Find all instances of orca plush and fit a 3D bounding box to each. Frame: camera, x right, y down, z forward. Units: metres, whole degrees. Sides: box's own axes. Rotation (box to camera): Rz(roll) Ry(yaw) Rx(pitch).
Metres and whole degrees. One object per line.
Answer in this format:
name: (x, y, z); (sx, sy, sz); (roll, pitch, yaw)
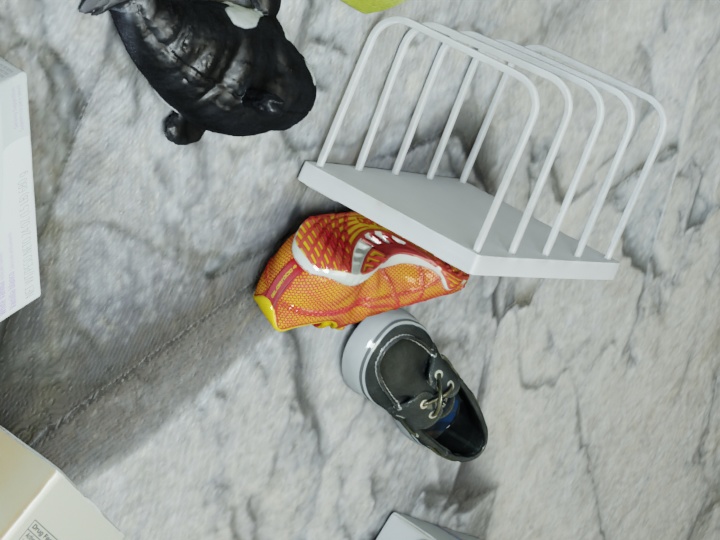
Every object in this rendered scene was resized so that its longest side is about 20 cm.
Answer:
orca plush: (-0.064, -0.116, 1.162); (0.105, 0.071, 0.200); (-52, 151, -12)

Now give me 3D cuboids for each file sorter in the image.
file sorter: (0.086, -0.079, 1.370); (0.200, 0.139, 0.125); (1, 114, -58)

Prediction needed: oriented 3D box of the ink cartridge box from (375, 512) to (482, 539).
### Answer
ink cartridge box: (0.080, 0.300, 1.716); (0.146, 0.145, 0.200); (-59, 151, 2)

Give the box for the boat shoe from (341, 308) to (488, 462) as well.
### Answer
boat shoe: (0.046, 0.085, 1.545); (0.069, 0.057, 0.200); (-54, 152, -8)

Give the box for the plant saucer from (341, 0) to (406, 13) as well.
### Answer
plant saucer: (0.024, -0.247, 1.201); (0.200, 0.048, 0.200); (-62, 152, 5)

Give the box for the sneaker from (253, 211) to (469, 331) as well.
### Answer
sneaker: (0.000, 0.000, 1.402); (0.077, 0.073, 0.200); (-47, 154, 28)

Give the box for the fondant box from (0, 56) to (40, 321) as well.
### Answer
fondant box: (-0.243, -0.005, 1.001); (0.200, 0.058, 0.145); (-35, 144, -35)

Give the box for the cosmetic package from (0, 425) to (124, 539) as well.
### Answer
cosmetic package: (-0.233, 0.190, 1.189); (0.200, 0.071, 0.105); (-51, 150, -14)
